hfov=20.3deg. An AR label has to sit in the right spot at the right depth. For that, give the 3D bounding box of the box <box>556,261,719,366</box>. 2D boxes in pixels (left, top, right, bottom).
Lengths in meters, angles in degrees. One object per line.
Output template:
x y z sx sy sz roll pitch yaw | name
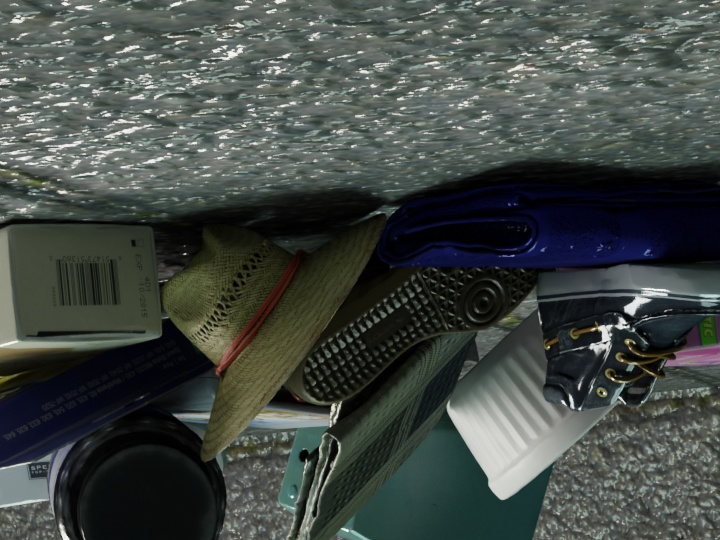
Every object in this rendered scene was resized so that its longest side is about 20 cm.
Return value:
0.265 0.008 1.370 0.175 0.097 0.199 1 170 -45 | box

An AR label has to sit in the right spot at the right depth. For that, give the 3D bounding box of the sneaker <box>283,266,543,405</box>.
0.025 0.017 1.334 0.199 0.071 0.075 -27 -156 -20 | sneaker

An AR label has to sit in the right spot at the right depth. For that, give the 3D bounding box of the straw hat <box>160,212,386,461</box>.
-0.075 0.017 1.235 0.085 0.202 0.201 37 164 -7 | straw hat

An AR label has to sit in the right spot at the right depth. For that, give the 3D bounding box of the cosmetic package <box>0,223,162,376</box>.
-0.219 0.023 1.271 0.105 0.072 0.199 -1 171 -35 | cosmetic package

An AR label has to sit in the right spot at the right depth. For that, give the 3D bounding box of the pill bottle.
-0.147 0.147 1.317 0.111 0.113 0.200 -3 -178 -11 | pill bottle

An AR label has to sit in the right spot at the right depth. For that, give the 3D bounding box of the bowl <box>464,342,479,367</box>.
-0.021 0.054 1.626 0.199 0.075 0.199 -1 171 -24 | bowl

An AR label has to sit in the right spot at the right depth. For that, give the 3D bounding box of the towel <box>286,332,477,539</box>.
0.015 0.104 1.433 0.200 0.034 0.193 -44 163 -35 | towel

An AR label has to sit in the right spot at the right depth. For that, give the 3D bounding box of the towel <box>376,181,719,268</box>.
0.127 -0.029 1.235 0.199 0.050 0.147 1 178 -39 | towel

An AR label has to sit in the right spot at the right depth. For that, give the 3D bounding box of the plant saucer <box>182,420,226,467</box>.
-0.177 0.082 1.581 0.200 0.039 0.201 36 -174 -4 | plant saucer

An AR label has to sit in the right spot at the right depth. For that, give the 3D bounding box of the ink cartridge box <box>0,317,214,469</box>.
-0.210 0.087 1.330 0.199 0.047 0.197 -20 -175 43 | ink cartridge box

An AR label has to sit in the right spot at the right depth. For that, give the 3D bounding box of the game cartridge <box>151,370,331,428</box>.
-0.084 0.092 1.483 0.133 0.042 0.199 -13 164 41 | game cartridge

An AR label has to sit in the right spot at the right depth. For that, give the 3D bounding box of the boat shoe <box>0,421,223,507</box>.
-0.198 0.133 1.459 0.198 0.072 0.068 -5 -160 0 | boat shoe

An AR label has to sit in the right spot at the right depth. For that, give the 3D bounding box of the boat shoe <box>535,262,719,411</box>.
0.178 0.042 1.265 0.070 0.092 0.200 0 177 -24 | boat shoe

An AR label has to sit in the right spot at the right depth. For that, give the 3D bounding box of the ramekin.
0.155 0.079 1.574 0.202 0.094 0.202 -41 175 -4 | ramekin

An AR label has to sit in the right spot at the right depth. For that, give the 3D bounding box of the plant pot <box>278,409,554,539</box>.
0.037 0.173 1.677 0.141 0.142 0.199 15 179 44 | plant pot

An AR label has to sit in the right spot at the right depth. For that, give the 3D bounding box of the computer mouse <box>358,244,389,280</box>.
0.000 0.000 1.392 0.058 0.034 0.200 -3 171 -9 | computer mouse

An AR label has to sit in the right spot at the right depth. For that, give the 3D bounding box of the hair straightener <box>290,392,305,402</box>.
0.028 0.034 1.428 0.077 0.041 0.200 -22 -176 40 | hair straightener

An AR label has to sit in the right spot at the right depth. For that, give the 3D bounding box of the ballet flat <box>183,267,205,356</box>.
-0.092 0.028 1.431 0.067 0.069 0.200 -11 175 -8 | ballet flat
